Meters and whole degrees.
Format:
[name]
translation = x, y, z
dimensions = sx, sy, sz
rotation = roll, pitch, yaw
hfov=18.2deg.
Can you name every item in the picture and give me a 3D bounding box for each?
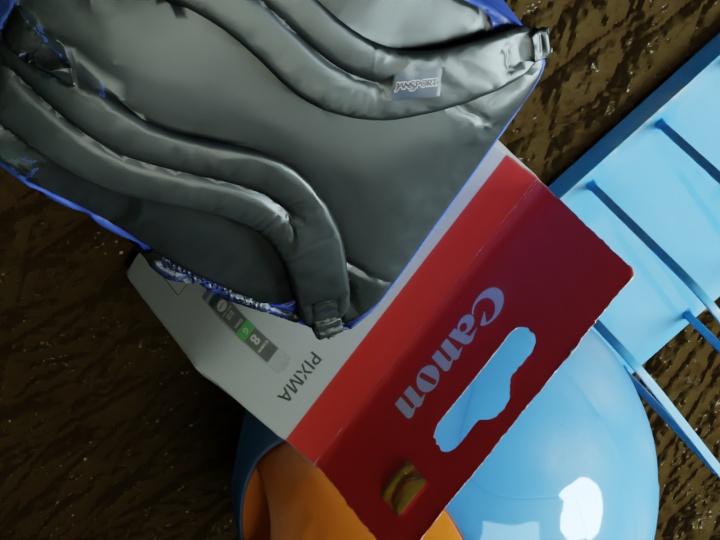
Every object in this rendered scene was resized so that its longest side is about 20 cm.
[treat dispenser ball]
translation = 0.040, 0.101, 1.052
dimensions = 0.200, 0.201, 0.202
rotation = -17, 130, -21
[ink cartridge box]
translation = 0.000, 0.000, 0.954
dimensions = 0.050, 0.200, 0.161
rotation = 27, 105, -44
[backpack]
translation = -0.065, -0.089, 0.871
dimensions = 0.199, 0.168, 0.163
rotation = 23, 106, -35
[file sorter]
translation = 0.198, -0.016, 1.123
dimensions = 0.200, 0.123, 0.139
rotation = -41, 133, 2
